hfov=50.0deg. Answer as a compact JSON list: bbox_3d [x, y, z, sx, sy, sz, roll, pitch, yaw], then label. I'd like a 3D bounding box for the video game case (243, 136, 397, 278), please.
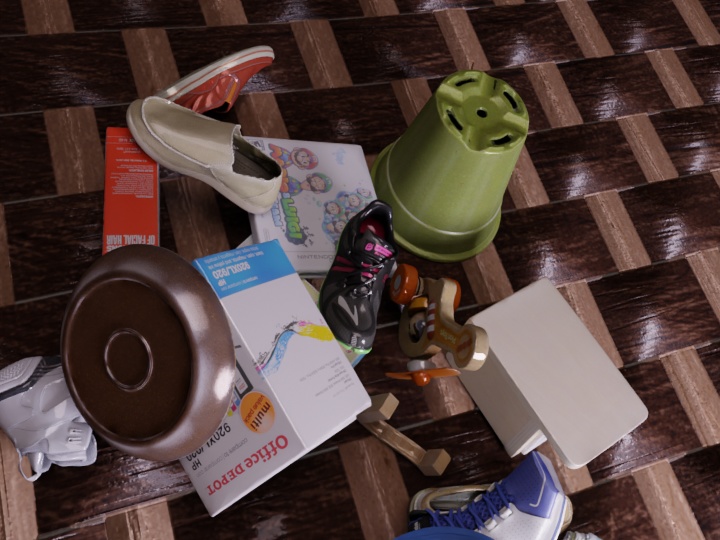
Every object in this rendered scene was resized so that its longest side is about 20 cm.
[{"bbox_3d":[-0.057,-0.081,0.978,0.177,0.024,0.204,0,58,-26],"label":"video game case"}]

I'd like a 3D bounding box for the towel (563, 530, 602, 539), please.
[{"bbox_3d":[0.275,0.407,0.830,0.198,0.048,0.172,36,62,4],"label":"towel"}]

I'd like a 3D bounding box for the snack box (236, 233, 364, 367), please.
[{"bbox_3d":[-0.095,0.062,0.908,0.199,0.037,0.116,42,59,8],"label":"snack box"}]

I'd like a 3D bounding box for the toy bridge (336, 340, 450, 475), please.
[{"bbox_3d":[0.015,0.155,0.867,0.200,0.067,0.027,47,59,-13],"label":"toy bridge"}]

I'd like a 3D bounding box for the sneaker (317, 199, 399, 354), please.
[{"bbox_3d":[0.000,0.000,0.883,0.075,0.084,0.204,17,53,-14],"label":"sneaker"}]

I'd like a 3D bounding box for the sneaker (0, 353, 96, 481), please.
[{"bbox_3d":[-0.278,0.129,0.803,0.196,0.075,0.117,-25,73,-21],"label":"sneaker"}]

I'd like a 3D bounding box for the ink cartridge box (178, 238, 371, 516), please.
[{"bbox_3d":[-0.115,0.102,0.772,0.203,0.146,0.144,57,27,7],"label":"ink cartridge box"}]

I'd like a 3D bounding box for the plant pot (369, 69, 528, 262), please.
[{"bbox_3d":[0.126,-0.147,0.993,0.194,0.191,0.205,7,60,-12],"label":"plant pot"}]

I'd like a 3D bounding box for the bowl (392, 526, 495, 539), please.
[{"bbox_3d":[0.081,0.337,0.741,0.196,0.205,0.040,21,18,-4],"label":"bowl"}]

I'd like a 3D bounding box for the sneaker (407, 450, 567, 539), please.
[{"bbox_3d":[0.110,0.266,0.771,0.113,0.202,0.081,27,16,-14],"label":"sneaker"}]

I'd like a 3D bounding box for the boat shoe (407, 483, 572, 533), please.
[{"bbox_3d":[0.153,0.266,0.849,0.194,0.077,0.073,0,62,-16],"label":"boat shoe"}]

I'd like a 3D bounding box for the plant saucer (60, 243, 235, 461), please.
[{"bbox_3d":[-0.206,0.079,0.709,0.201,0.201,0.032,47,21,12],"label":"plant saucer"}]

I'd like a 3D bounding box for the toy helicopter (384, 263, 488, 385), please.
[{"bbox_3d":[0.086,0.077,0.873,0.077,0.200,0.136,16,93,-20],"label":"toy helicopter"}]

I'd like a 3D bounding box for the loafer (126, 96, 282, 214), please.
[{"bbox_3d":[-0.168,-0.142,0.878,0.197,0.068,0.077,29,45,-27],"label":"loafer"}]

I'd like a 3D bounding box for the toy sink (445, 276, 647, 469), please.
[{"bbox_3d":[0.214,0.136,0.915,0.128,0.113,0.202,-25,67,-25],"label":"toy sink"}]

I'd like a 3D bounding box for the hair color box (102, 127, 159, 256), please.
[{"bbox_3d":[-0.258,-0.045,0.876,0.062,0.112,0.205,-1,63,-15],"label":"hair color box"}]

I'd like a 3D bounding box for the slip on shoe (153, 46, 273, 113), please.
[{"bbox_3d":[-0.188,-0.243,1.025,0.200,0.073,0.062,-43,116,-36],"label":"slip on shoe"}]
